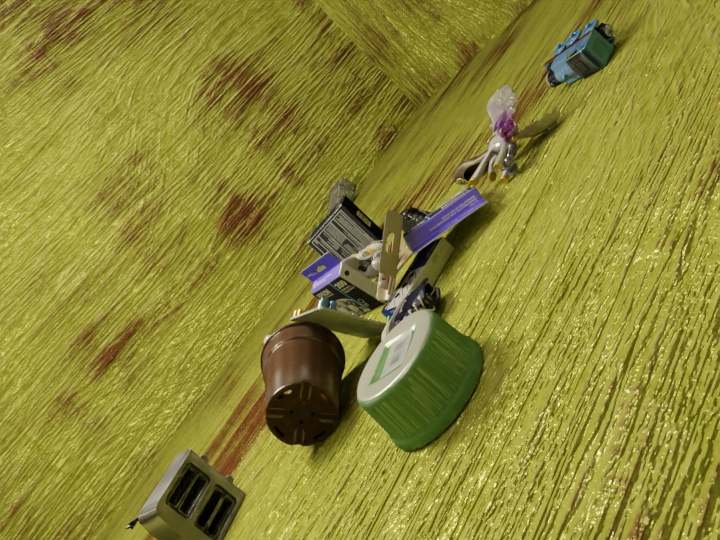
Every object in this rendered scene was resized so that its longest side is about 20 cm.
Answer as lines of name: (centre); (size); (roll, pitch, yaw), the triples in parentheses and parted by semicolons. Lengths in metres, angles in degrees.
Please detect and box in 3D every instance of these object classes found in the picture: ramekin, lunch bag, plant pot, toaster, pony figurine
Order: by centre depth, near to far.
ramekin: (0.083, 0.158, 0.851); (0.201, 0.097, 0.201); (-48, 11, 12)
plant pot: (-0.124, 0.247, 1.179); (0.201, 0.199, 0.199); (-46, 19, 14)
toaster: (-0.387, 0.537, 1.265); (0.118, 0.180, 0.202); (-37, 16, 40)
pony figurine: (0.334, -0.306, 1.275); (0.193, 0.163, 0.205); (-28, 40, 66)
lunch bag: (-0.123, -0.452, 3.493); (0.199, 0.137, 0.171); (-38, 33, 55)

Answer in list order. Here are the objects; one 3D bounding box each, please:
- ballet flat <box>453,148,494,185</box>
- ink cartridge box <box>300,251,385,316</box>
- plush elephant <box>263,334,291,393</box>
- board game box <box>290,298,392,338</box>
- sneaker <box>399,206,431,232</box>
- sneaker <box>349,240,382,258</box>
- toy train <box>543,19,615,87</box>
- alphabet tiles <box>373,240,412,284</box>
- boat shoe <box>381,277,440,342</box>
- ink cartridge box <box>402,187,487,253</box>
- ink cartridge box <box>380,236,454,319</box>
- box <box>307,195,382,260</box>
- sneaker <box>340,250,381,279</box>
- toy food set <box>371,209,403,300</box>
ballet flat: (0.312, -0.268, 1.439); (0.199, 0.066, 0.048); (-31, 53, 51)
ink cartridge box: (-0.053, 0.046, 1.475); (0.197, 0.198, 0.044); (-31, 29, 58)
plush elephant: (-0.151, 0.211, 1.459); (0.156, 0.161, 0.203); (-57, 34, 34)
board game box: (-0.033, 0.108, 1.217); (0.199, 0.195, 0.027); (-25, 53, 62)
sneaker: (0.156, -0.129, 1.487); (0.076, 0.091, 0.199); (-49, 16, -20)
sneaker: (0.032, -0.044, 1.806); (0.087, 0.077, 0.199); (-37, 8, -27)
toy train: (0.516, -0.508, 1.327); (0.116, 0.086, 0.199); (-58, 13, -14)
alphabet tiles: (0.109, -0.035, 1.597); (0.201, 0.006, 0.167); (-50, 12, 5)
boat shoe: (0.100, 0.089, 1.056); (0.093, 0.074, 0.201); (-51, 9, 31)
ink cartridge box: (0.186, -0.118, 1.276); (0.196, 0.044, 0.200); (-36, 6, 5)
ink cartridge box: (0.128, 0.021, 1.243); (0.202, 0.044, 0.094); (-56, 13, -27)
box: (-0.055, -0.123, 2.018); (0.198, 0.199, 0.124); (-44, 12, 20)
sneaker: (0.000, 0.000, 1.575); (0.195, 0.077, 0.115); (-17, -7, -17)
toy food set: (0.056, -0.029, 1.280); (0.201, 0.059, 0.148); (94, -176, -71)
